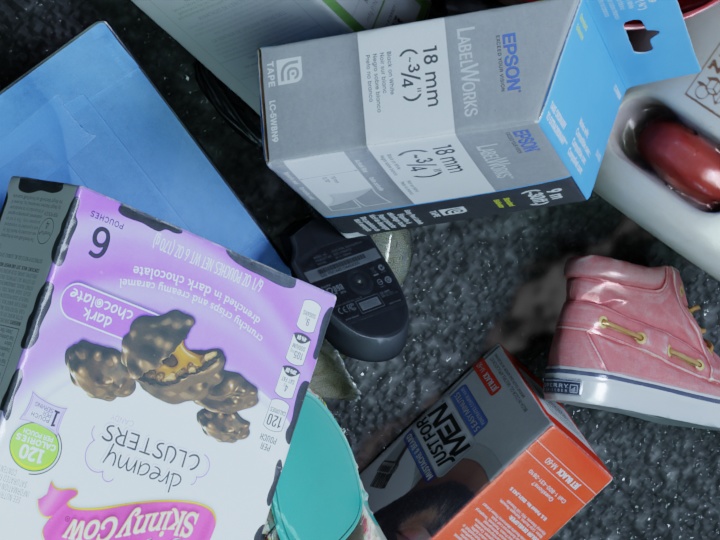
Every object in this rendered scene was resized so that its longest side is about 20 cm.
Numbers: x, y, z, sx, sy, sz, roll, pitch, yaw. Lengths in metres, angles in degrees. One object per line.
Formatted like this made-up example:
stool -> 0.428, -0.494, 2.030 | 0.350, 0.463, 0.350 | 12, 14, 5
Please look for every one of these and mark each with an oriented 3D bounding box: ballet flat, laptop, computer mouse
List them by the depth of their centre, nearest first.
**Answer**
laptop -> -0.150, 0.019, 1.050 | 0.116, 0.200, 0.187 | -18, 124, 30
computer mouse -> -0.036, -0.033, 1.133 | 0.058, 0.201, 0.034 | -16, 158, -35
ballet flat -> -0.023, 0.152, 1.163 | 0.076, 0.064, 0.201 | -34, 110, -31

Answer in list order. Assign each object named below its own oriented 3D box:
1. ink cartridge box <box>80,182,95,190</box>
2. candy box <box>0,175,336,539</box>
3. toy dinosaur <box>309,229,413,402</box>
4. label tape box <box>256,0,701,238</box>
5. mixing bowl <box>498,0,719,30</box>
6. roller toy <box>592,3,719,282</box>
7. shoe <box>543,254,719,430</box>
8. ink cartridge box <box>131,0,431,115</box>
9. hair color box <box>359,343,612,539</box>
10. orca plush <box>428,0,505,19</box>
ink cartridge box -> -0.184, 0.047, 1.163 | 0.145, 0.085, 0.201 | -22, 121, -5
candy box -> -0.120, 0.078, 1.029 | 0.167, 0.071, 0.201 | 24, 80, -38
toy dinosaur -> 0.000, 0.000, 1.184 | 0.077, 0.102, 0.200 | 23, 107, -25
label tape box -> 0.065, -0.076, 1.033 | 0.199, 0.144, 0.064 | -9, 75, 14
mixing bowl -> 0.114, -0.206, 1.094 | 0.199, 0.108, 0.201 | 2, 78, -9
roller toy -> 0.214, -0.074, 1.161 | 0.182, 0.200, 0.140 | 30, 101, -23
shoe -> 0.192, 0.047, 1.280 | 0.200, 0.071, 0.091 | 13, 83, -41
ink cartridge box -> -0.069, -0.165, 1.066 | 0.200, 0.104, 0.059 | 41, 54, -30
hair color box -> 0.045, 0.151, 1.265 | 0.200, 0.111, 0.064 | -45, 117, 7
orca plush -> 0.026, -0.172, 1.127 | 0.105, 0.071, 0.200 | -41, 119, 5
